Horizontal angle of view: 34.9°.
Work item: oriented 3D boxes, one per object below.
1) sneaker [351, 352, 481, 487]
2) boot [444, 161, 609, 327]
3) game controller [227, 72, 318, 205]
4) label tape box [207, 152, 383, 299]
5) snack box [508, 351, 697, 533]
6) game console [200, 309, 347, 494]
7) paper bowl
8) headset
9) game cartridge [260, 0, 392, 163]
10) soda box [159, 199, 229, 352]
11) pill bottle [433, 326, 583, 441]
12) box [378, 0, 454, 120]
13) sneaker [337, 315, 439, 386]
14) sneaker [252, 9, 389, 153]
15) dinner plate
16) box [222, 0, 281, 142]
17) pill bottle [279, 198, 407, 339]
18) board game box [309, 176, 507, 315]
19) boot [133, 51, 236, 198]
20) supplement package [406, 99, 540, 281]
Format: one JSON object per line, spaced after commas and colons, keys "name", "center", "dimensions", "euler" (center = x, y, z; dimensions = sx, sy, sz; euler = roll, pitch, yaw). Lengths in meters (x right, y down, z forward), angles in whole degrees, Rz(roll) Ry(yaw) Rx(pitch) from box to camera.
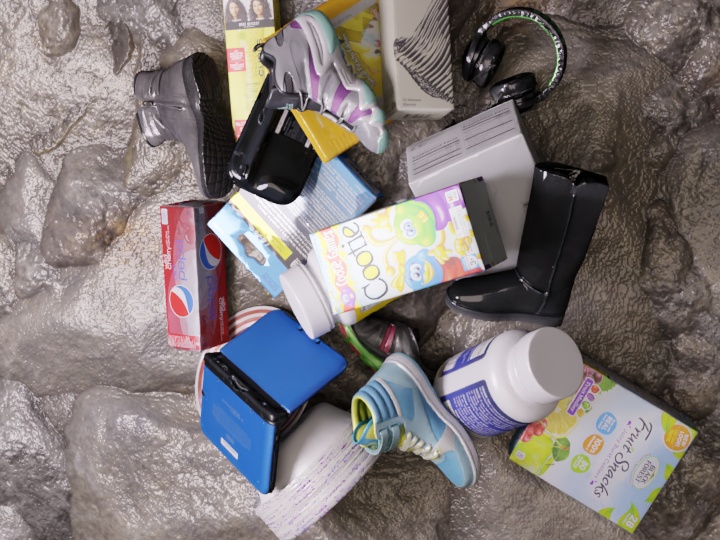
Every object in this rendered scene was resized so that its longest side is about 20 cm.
{"name": "sneaker", "center": [0.061, 0.221, 1.481], "dimensions": [0.201, 0.130, 0.079], "euler": [53, 144, 3]}
{"name": "boot", "center": [0.201, -0.035, 1.390], "dimensions": [0.162, 0.066, 0.202], "euler": [5, 123, -13]}
{"name": "game controller", "center": [-0.096, -0.188, 1.495], "dimensions": [0.103, 0.042, 0.203], "euler": [26, 79, -12]}
{"name": "label tape box", "center": [-0.089, -0.084, 1.563], "dimensions": [0.200, 0.063, 0.144], "euler": [-43, 89, 13]}
{"name": "snack box", "center": [0.325, 0.227, 1.549], "dimensions": [0.198, 0.068, 0.170], "euler": [29, 103, 1]}
{"name": "game console", "center": [-0.119, 0.170, 1.524], "dimensions": [0.117, 0.199, 0.174], "euler": [-6, 113, -33]}
{"name": "paper bowl", "center": [-0.066, 0.260, 1.551], "dimensions": [0.200, 0.201, 0.105], "euler": [-43, 90, 14]}
{"name": "headset", "center": [0.175, -0.245, 1.475], "dimensions": [0.124, 0.094, 0.200], "euler": [45, 120, 0]}
{"name": "game cartridge", "center": [-0.011, -0.266, 1.489], "dimensions": [0.199, 0.032, 0.178], "euler": [-34, 94, -17]}
{"name": "soda box", "center": [-0.230, 0.006, 1.594], "dimensions": [0.063, 0.070, 0.204], "euler": [5, 101, 30]}
{"name": "pill bottle", "center": [0.192, 0.144, 1.480], "dimensions": [0.120, 0.119, 0.199], "euler": [54, 145, -3]}
{"name": "box", "center": [0.070, -0.297, 1.464], "dimensions": [0.081, 0.068, 0.204], "euler": [-3, 87, -14]}
{"name": "sneaker", "center": [0.038, 0.099, 1.580], "dimensions": [0.084, 0.077, 0.200], "euler": [-44, 91, -8]}
{"name": "sneaker", "center": [-0.062, -0.209, 1.425], "dimensions": [0.139, 0.078, 0.202], "euler": [-31, 84, -13]}
{"name": "dinner plate", "center": [-0.145, 0.150, 1.598], "dimensions": [0.197, 0.024, 0.204], "euler": [-9, 70, 25]}
{"name": "box", "center": [-0.141, -0.278, 1.544], "dimensions": [0.074, 0.050, 0.204], "euler": [-1, 101, 9]}
{"name": "pill bottle", "center": [0.000, 0.000, 1.505], "dimensions": [0.198, 0.114, 0.116], "euler": [-29, 95, -10]}
{"name": "board game box", "center": [0.057, -0.029, 1.359], "dimensions": [0.197, 0.103, 0.107], "euler": [-18, 91, 24]}
{"name": "boot", "center": [-0.240, -0.185, 1.553], "dimensions": [0.130, 0.069, 0.204], "euler": [-13, 82, 36]}
{"name": "supplement package", "center": [0.168, -0.084, 1.465], "dimensions": [0.154, 0.111, 0.202], "euler": [-22, 118, 12]}
